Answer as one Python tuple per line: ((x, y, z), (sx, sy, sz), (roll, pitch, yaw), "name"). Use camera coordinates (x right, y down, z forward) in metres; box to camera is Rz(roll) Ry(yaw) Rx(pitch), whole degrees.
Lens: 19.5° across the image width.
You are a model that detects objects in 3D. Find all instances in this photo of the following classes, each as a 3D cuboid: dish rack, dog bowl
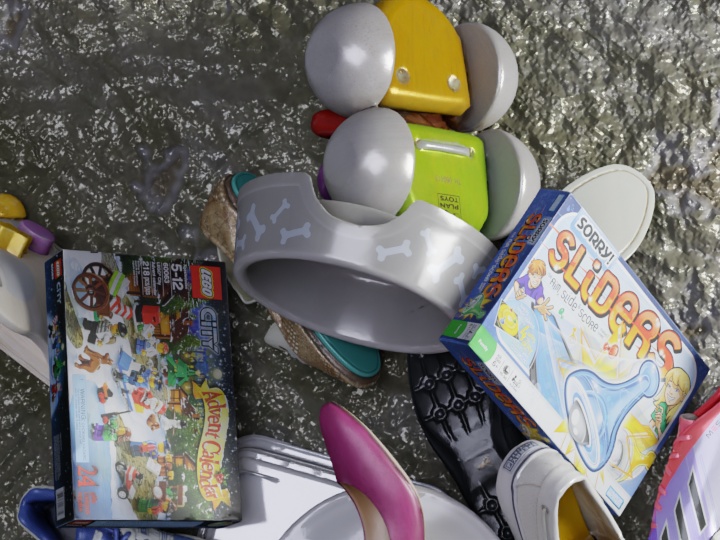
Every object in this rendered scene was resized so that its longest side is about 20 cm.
((-0.036, 0.225, 1.584), (0.198, 0.044, 0.173), (14, 86, 13), "dish rack")
((0.000, 0.000, 1.489), (0.198, 0.200, 0.059), (12, 70, 14), "dog bowl")

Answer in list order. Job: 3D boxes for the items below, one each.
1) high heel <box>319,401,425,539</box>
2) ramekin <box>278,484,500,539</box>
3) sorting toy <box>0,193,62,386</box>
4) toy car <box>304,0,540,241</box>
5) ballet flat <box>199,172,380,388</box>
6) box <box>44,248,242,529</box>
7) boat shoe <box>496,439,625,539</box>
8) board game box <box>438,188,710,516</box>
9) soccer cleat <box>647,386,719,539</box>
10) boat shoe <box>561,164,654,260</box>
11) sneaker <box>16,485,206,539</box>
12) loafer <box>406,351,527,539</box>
((0.004, 0.192, 1.418), (0.096, 0.067, 0.201), (-32, 91, -14), "high heel")
((0.018, 0.253, 1.498), (0.200, 0.094, 0.204), (0, 86, -2), "ramekin")
((-0.286, 0.004, 1.598), (0.199, 0.180, 0.107), (35, 92, 14), "sorting toy")
((0.026, -0.096, 1.560), (0.150, 0.174, 0.202), (-31, 62, 45), "toy car")
((-0.057, 0.018, 1.612), (0.065, 0.070, 0.201), (-43, 71, 33), "ballet flat")
((-0.161, 0.089, 1.557), (0.136, 0.038, 0.202), (4, 73, -30), "box")
((0.158, 0.204, 1.469), (0.071, 0.201, 0.070), (-38, 37, -22), "boat shoe")
((0.154, 0.059, 1.476), (0.034, 0.200, 0.136), (9, 58, 52), "board game box")
((0.243, 0.147, 1.509), (0.073, 0.068, 0.201), (34, 87, -6), "soccer cleat")
((0.150, 0.007, 1.542), (0.074, 0.062, 0.201), (29, 63, 9), "boat shoe")
((-0.175, 0.218, 1.568), (0.199, 0.088, 0.076), (19, 87, 32), "sneaker")
((0.090, 0.130, 1.552), (0.068, 0.070, 0.202), (-27, 73, 5), "loafer")
